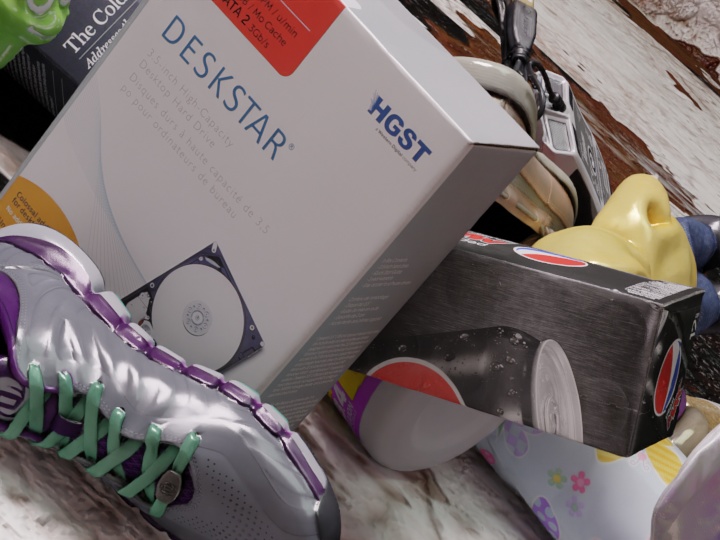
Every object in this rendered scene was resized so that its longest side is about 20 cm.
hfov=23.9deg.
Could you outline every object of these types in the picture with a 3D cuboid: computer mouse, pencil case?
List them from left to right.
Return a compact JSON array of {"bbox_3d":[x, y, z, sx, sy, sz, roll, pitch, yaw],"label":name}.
[{"bbox_3d":[0.115,-0.080,1.054,0.200,0.044,0.110,56,25,-50],"label":"computer mouse"},{"bbox_3d":[0.132,0.120,0.916,0.083,0.091,0.200,-21,61,-44],"label":"pencil case"}]

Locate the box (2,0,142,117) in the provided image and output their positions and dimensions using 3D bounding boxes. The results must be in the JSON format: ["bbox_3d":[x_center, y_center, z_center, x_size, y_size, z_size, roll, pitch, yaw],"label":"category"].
[{"bbox_3d":[-0.141,-0.203,0.888,0.182,0.200,0.104,40,-14,3],"label":"box"}]

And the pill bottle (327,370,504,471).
[{"bbox_3d":[0.000,0.000,0.892,0.104,0.104,0.200,14,33,-52],"label":"pill bottle"}]

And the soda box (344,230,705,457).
[{"bbox_3d":[0.045,0.020,0.757,0.199,0.071,0.063,16,10,26],"label":"soda box"}]

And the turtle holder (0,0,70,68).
[{"bbox_3d":[-0.227,-0.149,0.740,0.185,0.132,0.141,41,19,0],"label":"turtle holder"}]

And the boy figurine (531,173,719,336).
[{"bbox_3d":[0.148,0.011,0.910,0.199,0.064,0.126,-6,92,-58],"label":"boy figurine"}]

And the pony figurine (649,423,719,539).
[{"bbox_3d":[0.148,0.163,0.737,0.200,0.192,0.167,47,-19,31],"label":"pony figurine"}]

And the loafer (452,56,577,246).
[{"bbox_3d":[0.065,-0.038,0.871,0.071,0.063,0.200,9,-19,19],"label":"loafer"}]

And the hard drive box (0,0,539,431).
[{"bbox_3d":[-0.050,-0.033,0.726,0.156,0.200,0.077,47,20,18],"label":"hard drive box"}]

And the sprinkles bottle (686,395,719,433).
[{"bbox_3d":[0.245,0.125,1.140,0.199,0.068,0.068,17,30,-48],"label":"sprinkles bottle"}]

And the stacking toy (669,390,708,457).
[{"bbox_3d":[0.122,0.031,1.001,0.201,0.085,0.085,59,19,-5],"label":"stacking toy"}]

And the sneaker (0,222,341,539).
[{"bbox_3d":[-0.101,0.061,0.647,0.199,0.075,0.087,37,27,21],"label":"sneaker"}]
